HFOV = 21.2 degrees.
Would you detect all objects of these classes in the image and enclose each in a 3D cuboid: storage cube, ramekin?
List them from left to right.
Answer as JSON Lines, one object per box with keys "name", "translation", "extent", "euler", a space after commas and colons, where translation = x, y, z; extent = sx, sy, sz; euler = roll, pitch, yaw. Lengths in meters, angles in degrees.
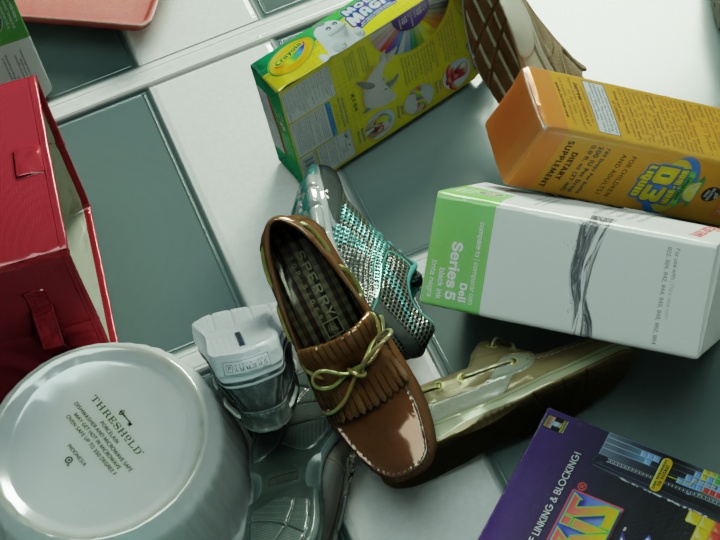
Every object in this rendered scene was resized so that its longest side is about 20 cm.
{"name": "storage cube", "translation": [-0.293, -0.009, 1.428], "extent": [0.179, 0.171, 0.200], "euler": [-15, 55, -1]}
{"name": "ramekin", "translation": [-0.176, 0.142, 1.355], "extent": [0.202, 0.094, 0.203], "euler": [-4, 56, 6]}

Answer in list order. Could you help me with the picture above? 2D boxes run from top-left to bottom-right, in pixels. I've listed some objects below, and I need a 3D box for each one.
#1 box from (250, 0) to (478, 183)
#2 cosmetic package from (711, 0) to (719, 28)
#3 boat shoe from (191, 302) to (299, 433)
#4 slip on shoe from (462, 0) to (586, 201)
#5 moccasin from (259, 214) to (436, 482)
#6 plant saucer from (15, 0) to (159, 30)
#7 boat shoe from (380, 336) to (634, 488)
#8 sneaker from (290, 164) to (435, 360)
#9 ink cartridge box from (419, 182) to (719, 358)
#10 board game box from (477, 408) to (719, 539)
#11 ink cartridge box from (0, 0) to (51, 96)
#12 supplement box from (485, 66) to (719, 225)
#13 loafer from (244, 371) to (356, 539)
{"name": "box", "translation": [0.016, -0.165, 1.521], "extent": [0.200, 0.117, 0.048], "euler": [-32, 53, -14]}
{"name": "cosmetic package", "translation": [0.380, -0.269, 1.547], "extent": [0.200, 0.103, 0.087], "euler": [-6, 56, 3]}
{"name": "boat shoe", "translation": [-0.081, 0.070, 1.368], "extent": [0.072, 0.071, 0.200], "euler": [-12, 10, 1]}
{"name": "slip on shoe", "translation": [0.143, -0.148, 1.482], "extent": [0.061, 0.076, 0.200], "euler": [-24, 85, -25]}
{"name": "moccasin", "translation": [-0.010, 0.051, 1.316], "extent": [0.074, 0.078, 0.202], "euler": [-23, 80, 6]}
{"name": "plant saucer", "translation": [-0.249, -0.287, 1.695], "extent": [0.199, 0.037, 0.200], "euler": [6, 58, 13]}
{"name": "boat shoe", "translation": [0.096, 0.083, 1.366], "extent": [0.200, 0.074, 0.066], "euler": [-23, 61, -7]}
{"name": "sneaker", "translation": [0.000, 0.000, 1.450], "extent": [0.091, 0.078, 0.200], "euler": [3, 46, -20]}
{"name": "ink cartridge box", "translation": [0.160, -0.003, 1.362], "extent": [0.200, 0.145, 0.084], "euler": [12, 98, 16]}
{"name": "board game box", "translation": [0.158, 0.210, 1.281], "extent": [0.165, 0.057, 0.200], "euler": [21, 61, 20]}
{"name": "ink cartridge box", "translation": [-0.358, -0.139, 1.543], "extent": [0.083, 0.147, 0.200], "euler": [27, 63, 26]}
{"name": "supplement box", "translation": [0.196, -0.090, 1.415], "extent": [0.200, 0.067, 0.069], "euler": [7, 47, -27]}
{"name": "loafer", "translation": [-0.040, 0.153, 1.350], "extent": [0.072, 0.063, 0.200], "euler": [-11, 35, 18]}
